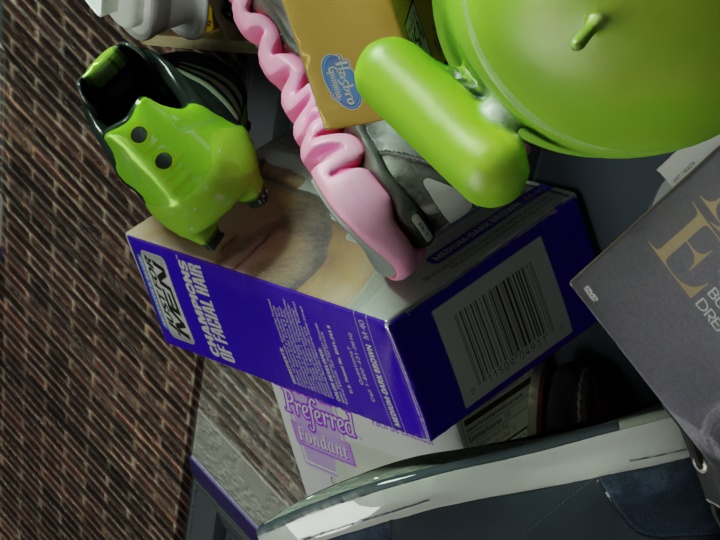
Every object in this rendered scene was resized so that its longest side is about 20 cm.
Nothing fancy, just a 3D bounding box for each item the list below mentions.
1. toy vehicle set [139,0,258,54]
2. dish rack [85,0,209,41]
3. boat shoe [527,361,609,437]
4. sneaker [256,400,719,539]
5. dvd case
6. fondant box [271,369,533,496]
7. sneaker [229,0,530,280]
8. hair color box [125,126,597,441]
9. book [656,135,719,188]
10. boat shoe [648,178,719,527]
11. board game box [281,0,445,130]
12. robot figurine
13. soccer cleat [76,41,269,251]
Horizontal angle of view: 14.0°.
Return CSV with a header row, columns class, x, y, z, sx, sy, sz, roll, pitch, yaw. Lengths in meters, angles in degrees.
class,x,y,z,sx,sy,sz,roll,pitch,yaw
toy vehicle set,-0.097,-0.192,1.305,0.124,0.026,0.201,9,127,57
dish rack,-0.123,-0.199,1.246,0.172,0.043,0.200,50,154,25
boat shoe,0.120,0.131,1.261,0.062,0.071,0.201,-13,97,24
sneaker,0.065,0.142,1.201,0.077,0.202,0.147,-25,-77,-77
dvd case,0.169,0.014,0.992,0.149,0.016,0.200,52,139,7
fondant box,0.033,0.099,1.353,0.144,0.058,0.201,17,129,50
sneaker,0.009,-0.091,1.199,0.079,0.095,0.200,43,-164,-52
hair color box,0.000,0.000,1.264,0.200,0.109,0.065,15,132,52
book,0.205,0.006,0.998,0.200,0.048,0.134,53,150,6
boat shoe,0.145,0.044,1.125,0.066,0.070,0.200,13,138,52
board game box,-0.010,-0.174,1.050,0.040,0.153,0.201,-10,119,17
robot figurine,0.086,-0.095,0.966,0.116,0.175,0.200,46,179,-4
soccer cleat,-0.089,-0.072,1.293,0.081,0.068,0.200,46,-176,-20
